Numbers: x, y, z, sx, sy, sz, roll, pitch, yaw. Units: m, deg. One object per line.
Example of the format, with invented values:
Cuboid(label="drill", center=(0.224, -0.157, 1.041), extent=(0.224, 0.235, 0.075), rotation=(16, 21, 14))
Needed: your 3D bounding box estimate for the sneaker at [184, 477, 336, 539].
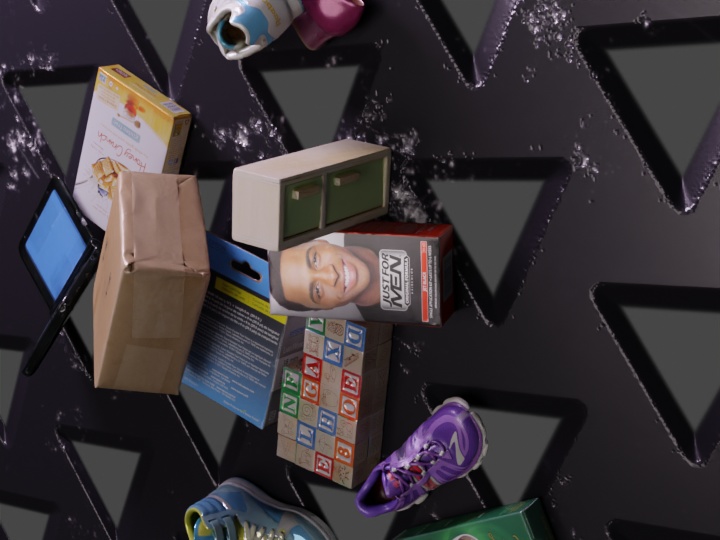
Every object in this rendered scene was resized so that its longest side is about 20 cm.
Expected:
Cuboid(label="sneaker", center=(-0.133, 0.335, 1.598), extent=(0.198, 0.130, 0.081), rotation=(19, 112, 31))

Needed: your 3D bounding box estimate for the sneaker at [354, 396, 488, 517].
Cuboid(label="sneaker", center=(0.066, 0.220, 1.444), extent=(0.081, 0.083, 0.200), rotation=(50, 126, 14))

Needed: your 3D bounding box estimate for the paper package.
Cuboid(label="paper package", center=(-0.251, 0.014, 1.537), extent=(0.192, 0.102, 0.202), rotation=(-104, 26, -47))

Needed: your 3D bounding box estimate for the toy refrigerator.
Cuboid(label="toy refrigerator", center=(-0.046, -0.082, 1.368), extent=(0.069, 0.199, 0.077), rotation=(15, 111, 33))

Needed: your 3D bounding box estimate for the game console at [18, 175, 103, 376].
Cuboid(label="game console", center=(-0.421, 0.010, 1.716), extent=(0.115, 0.177, 0.200), rotation=(32, 139, -9))

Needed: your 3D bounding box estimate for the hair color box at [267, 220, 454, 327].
Cuboid(label="hair color box", center=(0.000, 0.000, 1.411), extent=(0.197, 0.061, 0.103), rotation=(3, 106, 19))

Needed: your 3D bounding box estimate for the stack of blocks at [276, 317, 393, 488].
Cuboid(label="stack of blocks", center=(-0.031, 0.135, 1.509), extent=(0.114, 0.058, 0.203), rotation=(19, 114, 32))

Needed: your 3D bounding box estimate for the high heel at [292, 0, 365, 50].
Cuboid(label="high heel", center=(-0.068, -0.342, 1.395), extent=(0.096, 0.067, 0.201), rotation=(-27, 101, 48))

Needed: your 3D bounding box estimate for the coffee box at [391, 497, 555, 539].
Cuboid(label="coffee box", center=(0.135, 0.334, 1.449), extent=(0.199, 0.044, 0.125), rotation=(-24, 88, 39))

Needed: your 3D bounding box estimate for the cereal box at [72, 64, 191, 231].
Cuboid(label="cereal box", center=(-0.292, -0.137, 1.642), extent=(0.143, 0.039, 0.202), rotation=(33, 121, 26))

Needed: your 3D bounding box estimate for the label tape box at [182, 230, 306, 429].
Cuboid(label="label tape box", center=(-0.134, 0.066, 1.564), extent=(0.143, 0.063, 0.203), rotation=(25, 113, 29))

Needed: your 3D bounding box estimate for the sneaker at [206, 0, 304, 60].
Cuboid(label="sneaker", center=(-0.135, -0.272, 1.419), extent=(0.077, 0.081, 0.199), rotation=(52, 162, -13))
